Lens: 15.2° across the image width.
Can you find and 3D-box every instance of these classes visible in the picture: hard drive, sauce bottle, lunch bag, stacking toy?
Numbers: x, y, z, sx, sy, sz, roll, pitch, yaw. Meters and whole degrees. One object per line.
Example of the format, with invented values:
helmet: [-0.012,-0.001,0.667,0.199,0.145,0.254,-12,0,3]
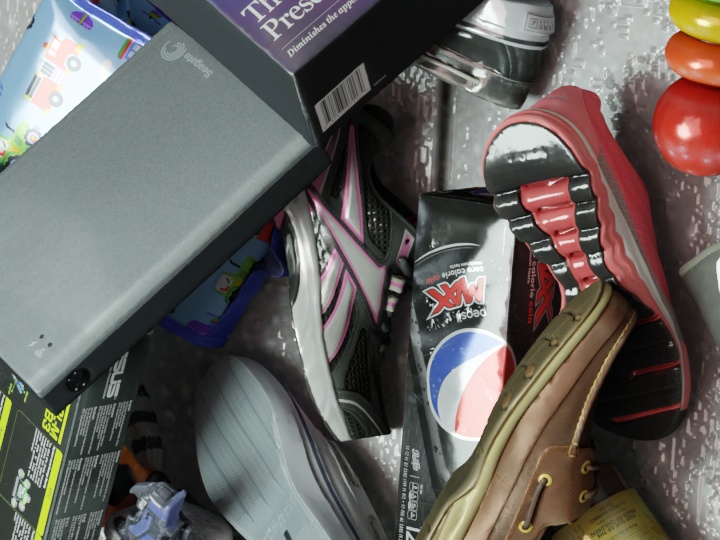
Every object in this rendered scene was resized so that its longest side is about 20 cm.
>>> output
hard drive: [-0.130,-0.031,1.449,0.200,0.033,0.140,-43,51,-10]
sauce bottle: [0.162,0.197,1.419,0.065,0.065,0.200,-41,73,30]
lunch bag: [-0.117,-0.059,1.576,0.200,0.094,0.151,37,112,15]
stacking toy: [0.190,-0.143,1.362,0.085,0.085,0.200,18,111,31]

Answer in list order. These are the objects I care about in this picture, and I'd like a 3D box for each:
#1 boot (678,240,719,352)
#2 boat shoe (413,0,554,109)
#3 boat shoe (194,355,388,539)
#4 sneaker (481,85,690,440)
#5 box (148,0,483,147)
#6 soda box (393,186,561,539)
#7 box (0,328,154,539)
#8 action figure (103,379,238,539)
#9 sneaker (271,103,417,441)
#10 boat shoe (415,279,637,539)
boot: [0.213,0.083,1.365,0.182,0.073,0.200,-33,83,15]
boat shoe: [0.009,-0.139,1.481,0.200,0.072,0.071,21,102,29]
boat shoe: [-0.034,0.133,1.543,0.074,0.067,0.200,-48,46,25]
sneaker: [0.135,-0.007,1.415,0.074,0.087,0.200,-8,114,33]
box: [-0.003,-0.185,1.416,0.200,0.079,0.141,-42,62,-13]
soda box: [0.067,0.057,1.464,0.063,0.071,0.200,9,100,32]
box: [-0.205,0.067,1.543,0.193,0.047,0.200,39,125,37]
action figure: [-0.117,0.134,1.578,0.194,0.105,0.200,53,150,12]
sneaker: [0.000,0.000,1.503,0.086,0.080,0.200,-11,106,1]
boat shoe: [0.093,0.096,1.388,0.068,0.072,0.200,29,110,-1]
